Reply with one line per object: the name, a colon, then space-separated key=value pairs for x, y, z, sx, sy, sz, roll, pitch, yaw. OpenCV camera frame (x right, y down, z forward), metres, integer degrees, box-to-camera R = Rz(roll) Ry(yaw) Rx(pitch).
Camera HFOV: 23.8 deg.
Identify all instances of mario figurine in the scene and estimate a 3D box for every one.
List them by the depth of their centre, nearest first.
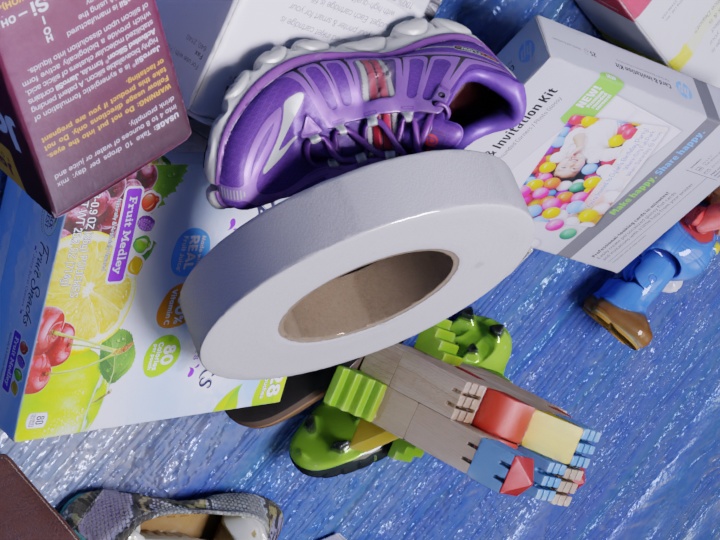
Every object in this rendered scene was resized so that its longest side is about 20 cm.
mario figurine: x=0.268 y=-0.019 z=1.320 sx=0.200 sy=0.123 sz=0.106 roll=-51 pitch=129 yaw=2

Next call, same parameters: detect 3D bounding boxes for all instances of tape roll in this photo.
tape roll: x=0.000 y=0.000 z=0.938 sx=0.201 sy=0.037 sz=0.203 roll=-21 pitch=161 yaw=-8

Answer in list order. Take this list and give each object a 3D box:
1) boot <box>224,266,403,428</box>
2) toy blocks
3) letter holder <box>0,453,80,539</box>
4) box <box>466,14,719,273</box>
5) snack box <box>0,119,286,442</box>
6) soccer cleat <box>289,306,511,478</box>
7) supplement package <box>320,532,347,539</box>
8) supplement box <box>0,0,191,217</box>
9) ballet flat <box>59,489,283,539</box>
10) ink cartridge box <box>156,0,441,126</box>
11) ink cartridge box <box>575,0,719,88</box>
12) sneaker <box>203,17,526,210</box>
boot: x=-0.007 y=0.047 z=1.129 sx=0.200 sy=0.073 sz=0.076 roll=-40 pitch=146 yaw=-21
toy blocks: x=0.088 y=0.103 z=1.103 sx=0.200 sy=0.136 sz=0.101 roll=20 pitch=95 yaw=-57
letter holder: x=-0.251 y=0.196 z=0.927 sx=0.199 sy=0.142 sz=0.101 roll=-9 pitch=124 yaw=-42
box: x=0.144 y=-0.077 z=1.123 sx=0.199 sy=0.041 sz=0.156 roll=16 pitch=135 yaw=-34
snack box: x=-0.115 y=0.000 z=0.984 sx=0.199 sy=0.068 sz=0.170 roll=-7 pitch=122 yaw=-45
soccer cleat: x=0.034 y=0.102 z=1.211 sx=0.199 sy=0.067 sz=0.082 roll=-30 pitch=137 yaw=-31
supplement package: x=-0.063 y=0.292 z=1.205 sx=0.199 sy=0.120 sz=0.122 roll=-15 pitch=127 yaw=-38
supplement box: x=-0.161 y=-0.141 z=0.799 sx=0.085 sy=0.110 sz=0.201 roll=-34 pitch=137 yaw=-22
ballet flat: x=-0.110 y=0.185 z=1.121 sx=0.200 sy=0.072 sz=0.072 roll=12 pitch=109 yaw=-49
ink cartridge box: x=-0.024 y=-0.176 z=0.933 sx=0.146 sy=0.086 sz=0.201 roll=11 pitch=111 yaw=-49
ink cartridge box: x=0.221 y=-0.213 z=1.155 sx=0.146 sy=0.083 sz=0.200 roll=-53 pitch=141 yaw=-1
sneaker: x=0.007 y=-0.080 z=0.902 sx=0.199 sy=0.083 sz=0.081 roll=-24 pitch=133 yaw=-30
